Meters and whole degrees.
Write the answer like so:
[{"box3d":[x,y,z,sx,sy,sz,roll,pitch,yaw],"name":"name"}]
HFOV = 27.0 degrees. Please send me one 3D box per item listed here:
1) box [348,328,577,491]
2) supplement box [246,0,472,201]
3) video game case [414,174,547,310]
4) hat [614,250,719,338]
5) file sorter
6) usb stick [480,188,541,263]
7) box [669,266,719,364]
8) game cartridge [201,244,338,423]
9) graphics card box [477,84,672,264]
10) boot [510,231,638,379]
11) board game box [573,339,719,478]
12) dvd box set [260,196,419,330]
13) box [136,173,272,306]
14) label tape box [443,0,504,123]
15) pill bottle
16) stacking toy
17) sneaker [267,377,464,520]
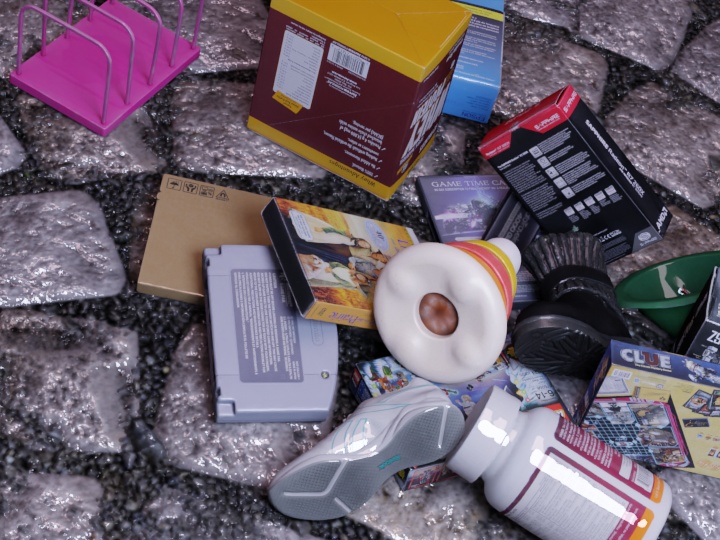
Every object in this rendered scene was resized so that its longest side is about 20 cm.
[{"box3d":[0.105,0.138,1.533,0.198,0.040,0.138,-11,53,-25],"name":"box"},{"box3d":[-0.004,-0.229,1.733,0.196,0.201,0.133,28,46,11],"name":"supplement box"},{"box3d":[0.155,-0.035,1.726,0.141,0.019,0.201,-2,48,-18],"name":"video game case"},{"box3d":[0.397,0.085,1.678,0.199,0.178,0.165,-7,17,39],"name":"hat"},{"box3d":[-0.291,-0.284,1.755,0.138,0.126,0.200,30,47,12],"name":"file sorter"},{"box3d":[0.175,-0.047,1.708,0.055,0.033,0.201,32,46,1],"name":"usb stick"},{"box3d":[0.428,0.111,1.565,0.198,0.165,0.086,21,46,5],"name":"box"},{"box3d":[-0.091,0.064,1.533,0.132,0.042,0.202,4,55,-17],"name":"game cartridge"},{"box3d":[0.240,-0.098,1.676,0.200,0.125,0.051,49,44,-13],"name":"graphics card box"},{"box3d":[0.209,0.027,1.588,0.210,0.079,0.159,19,47,-51],"name":"boot"},{"box3d":[0.328,0.146,1.523,0.198,0.136,0.035,13,45,-4],"name":"board game box"},{"box3d":[0.000,0.000,1.585,0.199,0.029,0.147,12,42,-39],"name":"dvd box set"},{"box3d":[-0.132,-0.022,1.624,0.198,0.021,0.165,12,48,-6],"name":"box"},{"box3d":[0.107,-0.288,1.918,0.142,0.066,0.201,13,43,-5],"name":"label tape box"},{"box3d":[0.187,0.200,1.428,0.199,0.110,0.110,32,46,0],"name":"pill bottle"},{"box3d":[0.115,0.018,1.554,0.145,0.147,0.200,33,30,15],"name":"stacking toy"},{"box3d":[0.001,0.171,1.434,0.199,0.071,0.080,-26,30,-3],"name":"sneaker"}]
